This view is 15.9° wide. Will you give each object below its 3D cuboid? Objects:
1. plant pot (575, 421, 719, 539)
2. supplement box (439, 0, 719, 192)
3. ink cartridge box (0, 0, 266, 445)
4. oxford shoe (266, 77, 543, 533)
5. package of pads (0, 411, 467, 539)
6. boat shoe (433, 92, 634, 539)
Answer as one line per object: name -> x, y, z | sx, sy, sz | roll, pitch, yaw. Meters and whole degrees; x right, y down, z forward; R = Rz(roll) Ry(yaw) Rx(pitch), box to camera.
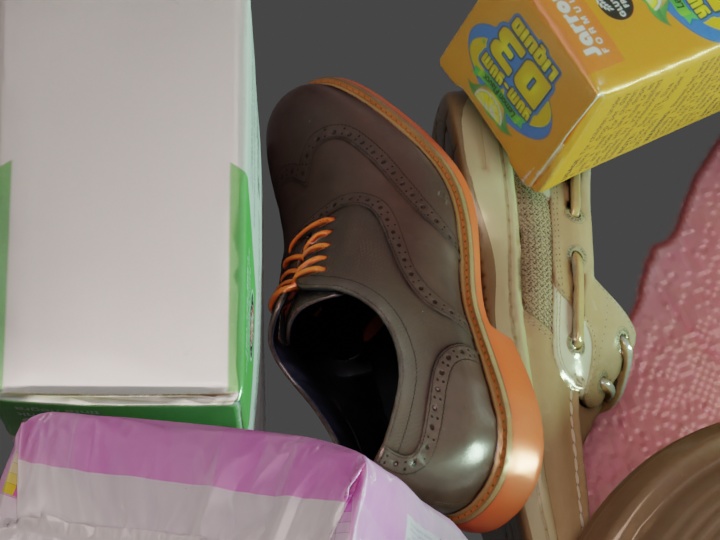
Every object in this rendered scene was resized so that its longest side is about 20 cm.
plant pot -> 0.169, 0.148, 0.887 | 0.200, 0.093, 0.202 | 2, 85, -20
supplement box -> 0.129, -0.100, 0.978 | 0.199, 0.069, 0.067 | -25, 72, -33
ink cartridge box -> -0.076, 0.003, 0.897 | 0.084, 0.200, 0.147 | -1, 71, -1
oxford shoe -> 0.000, 0.000, 0.914 | 0.072, 0.071, 0.200 | 16, 36, -40
package of pads -> -0.029, 0.104, 0.832 | 0.120, 0.200, 0.076 | 8, 75, 20
boat shoe -> 0.071, 0.026, 0.959 | 0.064, 0.071, 0.201 | -3, 73, -12
